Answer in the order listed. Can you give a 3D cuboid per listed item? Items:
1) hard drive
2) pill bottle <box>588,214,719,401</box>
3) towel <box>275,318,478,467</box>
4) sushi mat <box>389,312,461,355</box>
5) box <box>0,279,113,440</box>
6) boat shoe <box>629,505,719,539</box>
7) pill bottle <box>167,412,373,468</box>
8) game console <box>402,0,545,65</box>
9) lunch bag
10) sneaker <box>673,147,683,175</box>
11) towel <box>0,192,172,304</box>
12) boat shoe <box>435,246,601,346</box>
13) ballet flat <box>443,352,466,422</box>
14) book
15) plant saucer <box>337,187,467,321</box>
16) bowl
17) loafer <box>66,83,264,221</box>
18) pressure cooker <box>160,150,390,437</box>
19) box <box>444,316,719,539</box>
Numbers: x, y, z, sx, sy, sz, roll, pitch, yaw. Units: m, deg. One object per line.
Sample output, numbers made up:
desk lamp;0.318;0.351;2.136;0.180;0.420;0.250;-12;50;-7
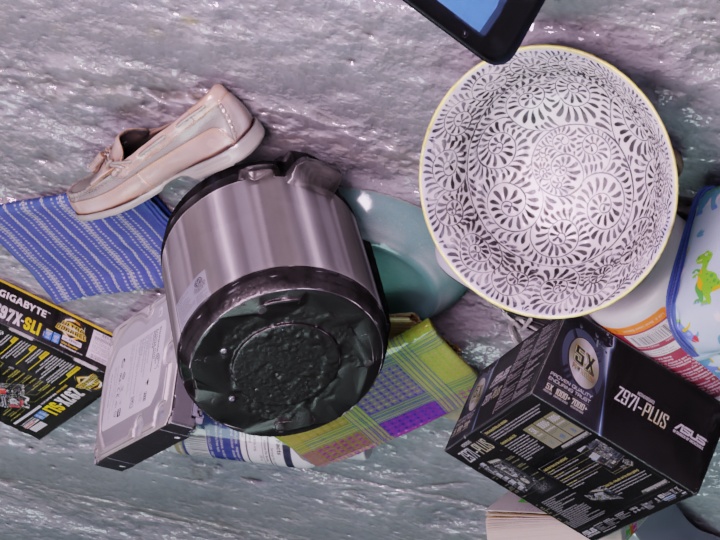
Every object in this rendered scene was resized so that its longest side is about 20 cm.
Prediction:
hard drive;-0.193;0.100;1.840;0.038;0.141;0.200;15;158;-25
pill bottle;0.280;0.043;1.635;0.109;0.110;0.200;-19;135;40
towel;0.004;0.114;1.773;0.198;0.023;0.144;-25;143;17
sushi mat;-0.014;0.058;1.790;0.198;0.012;0.096;-2;155;32
box;-0.346;0.093;1.997;0.159;0.050;0.200;25;146;-23
boat shoe;0.304;0.283;2.042;0.086;0.075;0.201;-14;149;40
pill bottle;-0.085;0.131;1.901;0.198;0.112;0.111;6;147;11
game console;0.086;-0.251;1.244;0.199;0.119;0.170;32;144;-28
lunch bag;0.332;0.028;1.550;0.199;0.162;0.082;36;146;-29
sneaker;0.177;-0.040;1.577;0.070;0.076;0.199;32;144;-27
towel;-0.240;-0.022;1.804;0.198;0.024;0.145;-8;142;29
boat shoe;0.147;0.022;1.686;0.197;0.074;0.068;16;137;-18
ballet flat;0.096;0.110;1.858;0.199;0.070;0.069;27;145;-26
book;0.213;0.225;1.890;0.132;0.049;0.200;-3;-172;22
plant saucer;0.000;0.000;1.740;0.198;0.036;0.201;9;148;6
bowl;0.152;-0.071;1.488;0.199;0.203;0.094;-2;-171;22
loafer;-0.170;-0.101;1.628;0.199;0.072;0.063;-19;118;31
pressure cooker;-0.074;0.009;1.604;0.174;0.201;0.180;-20;132;2
box;0.187;0.134;1.660;0.163;0.087;0.200;31;155;-6
